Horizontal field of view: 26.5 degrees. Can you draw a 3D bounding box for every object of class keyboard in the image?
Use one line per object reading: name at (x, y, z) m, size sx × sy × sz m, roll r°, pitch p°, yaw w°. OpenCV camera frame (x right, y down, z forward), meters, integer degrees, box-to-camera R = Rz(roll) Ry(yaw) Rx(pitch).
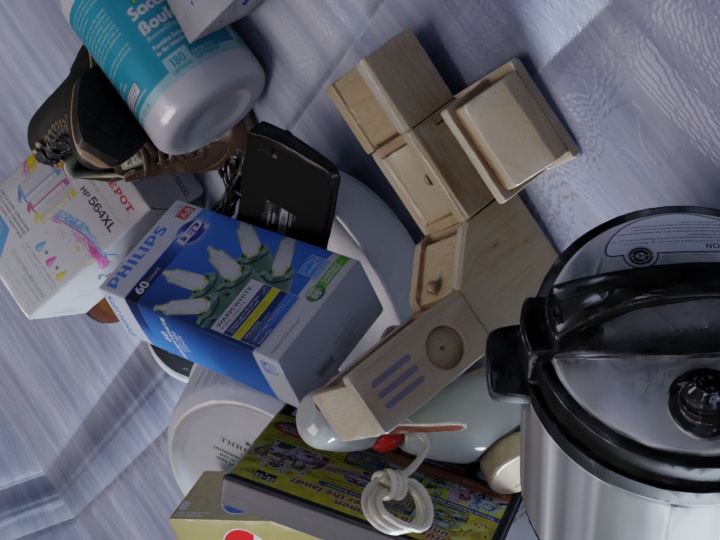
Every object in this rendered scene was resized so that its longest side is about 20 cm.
keyboard at (-0.062, -0.056, 1.166) m, size 0.103 × 0.040 × 0.201 m, roll 30°, pitch 151°, yaw 7°

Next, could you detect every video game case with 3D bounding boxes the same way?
video game case at (0.019, 0.153, 1.135) m, size 0.198 × 0.181 × 0.026 m, roll 17°, pitch 114°, yaw 12°

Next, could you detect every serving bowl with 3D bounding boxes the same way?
serving bowl at (0.000, 0.000, 1.216) m, size 0.200 × 0.065 × 0.201 m, roll 45°, pitch 153°, yaw 30°

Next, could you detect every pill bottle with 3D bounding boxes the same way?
pill bottle at (-0.175, -0.204, 1.265) m, size 0.201 × 0.110 × 0.111 m, roll 53°, pitch 157°, yaw 11°

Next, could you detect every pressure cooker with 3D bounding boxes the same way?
pressure cooker at (0.171, 0.067, 0.804) m, size 0.178 × 0.175 × 0.201 m, roll 39°, pitch 154°, yaw 31°

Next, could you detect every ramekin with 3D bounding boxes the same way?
ramekin at (-0.078, 0.152, 1.331) m, size 0.200 × 0.094 × 0.205 m, roll 13°, pitch 125°, yaw 19°

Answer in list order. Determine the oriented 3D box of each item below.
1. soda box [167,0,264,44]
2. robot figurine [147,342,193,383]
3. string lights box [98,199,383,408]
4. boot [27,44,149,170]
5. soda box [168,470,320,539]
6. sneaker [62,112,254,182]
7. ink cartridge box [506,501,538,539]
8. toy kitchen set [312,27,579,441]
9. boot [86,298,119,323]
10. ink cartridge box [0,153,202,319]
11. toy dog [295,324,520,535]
soda box at (-0.089, -0.232, 1.114) m, size 0.069 × 0.063 × 0.200 m, roll 61°, pitch 157°, yaw -4°
robot figurine at (-0.146, 0.035, 1.494) m, size 0.123 × 0.152 × 0.200 m, roll 15°, pitch 154°, yaw -6°
string lights box at (-0.092, 0.022, 1.155) m, size 0.198 × 0.103 × 0.059 m, roll 18°, pitch 149°, yaw 38°
boot at (-0.244, -0.116, 1.322) m, size 0.077 × 0.138 × 0.201 m, roll 36°, pitch -153°, yaw -21°
soda box at (-0.052, 0.208, 1.248) m, size 0.198 × 0.068 × 0.065 m, roll -4°, pitch 119°, yaw 30°
sneaker at (-0.182, -0.106, 1.368) m, size 0.198 × 0.075 × 0.071 m, roll -8°, pitch 112°, yaw 39°
ink cartridge box at (0.093, 0.207, 1.257) m, size 0.200 × 0.083 × 0.145 m, roll 42°, pitch 152°, yaw 37°
toy kitchen set at (0.028, -0.030, 0.970) m, size 0.201 × 0.180 × 0.163 m, roll 56°, pitch 157°, yaw -5°
boot at (-0.337, -0.010, 1.899) m, size 0.199 × 0.068 × 0.190 m, roll -3°, pitch 116°, yaw 64°
ink cartridge box at (-0.268, -0.065, 1.528) m, size 0.129 × 0.199 × 0.125 m, roll 53°, pitch -165°, yaw 9°
toy dog at (0.061, 0.096, 1.089) m, size 0.132 × 0.199 × 0.097 m, roll 45°, pitch 124°, yaw 28°
